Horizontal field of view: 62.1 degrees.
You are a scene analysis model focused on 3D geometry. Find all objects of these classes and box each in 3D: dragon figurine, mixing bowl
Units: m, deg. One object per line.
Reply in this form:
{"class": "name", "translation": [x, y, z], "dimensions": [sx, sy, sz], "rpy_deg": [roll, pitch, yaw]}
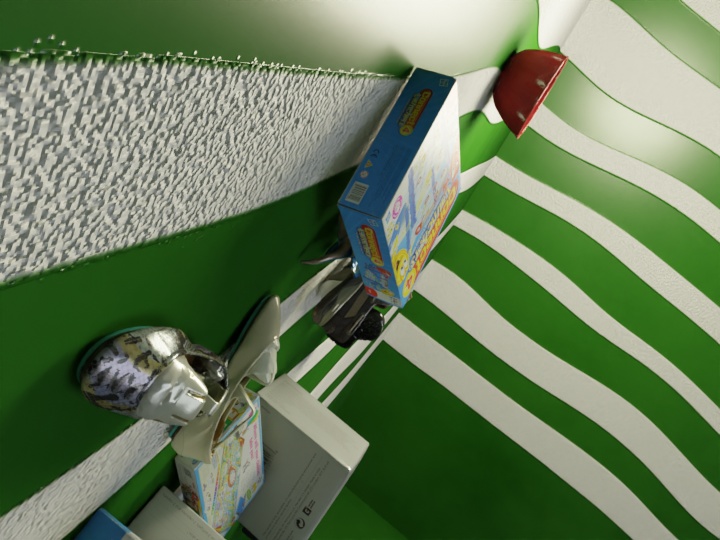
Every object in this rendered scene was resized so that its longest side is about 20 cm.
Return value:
{"class": "dragon figurine", "translation": [-0.010, -0.034, 0.797], "dimensions": [0.201, 0.058, 0.101], "rpy_deg": [-51, 170, -39]}
{"class": "mixing bowl", "translation": [0.367, -0.416, 1.346], "dimensions": [0.202, 0.107, 0.201], "rpy_deg": [-54, 172, -11]}

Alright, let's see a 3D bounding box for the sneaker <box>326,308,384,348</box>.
{"class": "sneaker", "translation": [-0.003, 0.087, 1.178], "dimensions": [0.089, 0.075, 0.199], "rpy_deg": [-58, -165, -26]}

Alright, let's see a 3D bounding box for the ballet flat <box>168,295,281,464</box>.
{"class": "ballet flat", "translation": [-0.133, 0.126, 0.673], "dimensions": [0.203, 0.068, 0.070], "rpy_deg": [-56, 171, -7]}

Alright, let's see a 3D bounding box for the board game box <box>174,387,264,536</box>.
{"class": "board game box", "translation": [-0.188, 0.280, 0.832], "dimensions": [0.135, 0.033, 0.205], "rpy_deg": [-47, 150, -46]}

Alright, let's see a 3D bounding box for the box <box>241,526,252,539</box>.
{"class": "box", "translation": [-0.293, 0.810, 2.051], "dimensions": [0.199, 0.121, 0.203], "rpy_deg": [-48, 166, -48]}

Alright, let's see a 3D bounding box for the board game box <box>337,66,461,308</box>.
{"class": "board game box", "translation": [0.058, -0.092, 0.719], "dimensions": [0.204, 0.054, 0.197], "rpy_deg": [-62, 157, -22]}

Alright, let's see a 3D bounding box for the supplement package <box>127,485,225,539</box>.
{"class": "supplement package", "translation": [-0.259, 0.417, 0.736], "dimensions": [0.201, 0.150, 0.152], "rpy_deg": [-48, 169, -39]}

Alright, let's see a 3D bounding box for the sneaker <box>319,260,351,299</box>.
{"class": "sneaker", "translation": [0.000, 0.000, 0.978], "dimensions": [0.197, 0.084, 0.077], "rpy_deg": [-13, 158, -46]}

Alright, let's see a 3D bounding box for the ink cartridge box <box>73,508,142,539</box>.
{"class": "ink cartridge box", "translation": [-0.190, 0.344, 0.580], "dimensions": [0.084, 0.196, 0.148], "rpy_deg": [-50, 149, -32]}

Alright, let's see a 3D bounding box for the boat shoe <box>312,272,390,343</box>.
{"class": "boat shoe", "translation": [0.018, 0.024, 0.874], "dimensions": [0.199, 0.074, 0.074], "rpy_deg": [-43, -170, -11]}

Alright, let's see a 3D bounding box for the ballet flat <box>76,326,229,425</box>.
{"class": "ballet flat", "translation": [-0.144, 0.088, 0.471], "dimensions": [0.073, 0.071, 0.201], "rpy_deg": [-54, 171, -7]}

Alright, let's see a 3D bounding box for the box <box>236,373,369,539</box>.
{"class": "box", "translation": [-0.123, 0.324, 0.999], "dimensions": [0.202, 0.198, 0.130], "rpy_deg": [-57, 170, 12]}

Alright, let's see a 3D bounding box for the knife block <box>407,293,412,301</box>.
{"class": "knife block", "translation": [0.032, -0.027, 1.080], "dimensions": [0.064, 0.193, 0.182], "rpy_deg": [115, -33, -78]}
